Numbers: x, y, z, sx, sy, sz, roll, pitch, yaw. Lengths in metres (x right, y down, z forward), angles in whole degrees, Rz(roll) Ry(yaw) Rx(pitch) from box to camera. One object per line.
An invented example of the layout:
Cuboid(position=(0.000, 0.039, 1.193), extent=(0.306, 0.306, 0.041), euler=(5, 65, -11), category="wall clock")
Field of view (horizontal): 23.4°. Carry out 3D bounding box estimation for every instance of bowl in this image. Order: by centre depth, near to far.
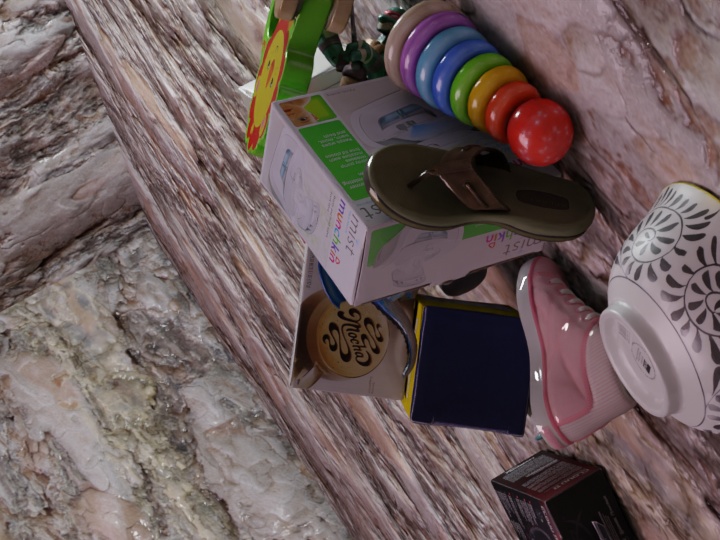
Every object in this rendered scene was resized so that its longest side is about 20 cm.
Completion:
Cuboid(position=(0.236, 0.046, 1.268), extent=(0.202, 0.094, 0.201), euler=(57, 166, 22), category="bowl")

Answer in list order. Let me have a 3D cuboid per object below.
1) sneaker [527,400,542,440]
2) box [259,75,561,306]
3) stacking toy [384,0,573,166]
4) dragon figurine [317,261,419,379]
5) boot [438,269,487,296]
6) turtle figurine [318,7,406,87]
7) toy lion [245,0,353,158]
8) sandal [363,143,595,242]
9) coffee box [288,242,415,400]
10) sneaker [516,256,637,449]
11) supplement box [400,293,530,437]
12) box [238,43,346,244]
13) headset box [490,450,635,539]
Cuboid(position=(0.184, 0.102, 1.661), extent=(0.092, 0.077, 0.200), euler=(65, 166, 11), category="sneaker")
Cuboid(position=(0.041, -0.078, 1.516), extent=(0.177, 0.198, 0.097), euler=(53, 146, 38), category="box")
Cuboid(position=(0.104, -0.149, 1.445), extent=(0.200, 0.085, 0.086), euler=(43, 158, 44), category="stacking toy")
Cuboid(position=(0.000, 0.000, 1.597), extent=(0.059, 0.098, 0.202), euler=(-21, -79, -68), category="dragon figurine")
Cuboid(position=(0.084, -0.064, 1.716), extent=(0.201, 0.073, 0.096), euler=(93, 155, -57), category="boot")
Cuboid(position=(-0.005, -0.187, 1.637), extent=(0.100, 0.202, 0.150), euler=(26, 178, -17), category="turtle figurine")
Cuboid(position=(-0.067, -0.207, 1.615), extent=(0.201, 0.068, 0.193), euler=(-97, 24, -56), category="toy lion")
Cuboid(position=(0.099, -0.074, 1.411), extent=(0.058, 0.199, 0.080), euler=(113, 159, -52), category="sandal")
Cuboid(position=(-0.003, 0.015, 1.676), extent=(0.080, 0.112, 0.202), euler=(-116, 33, -85), category="coffee box")
Cuboid(position=(0.199, 0.056, 1.526), extent=(0.075, 0.104, 0.202), euler=(41, -147, -36), category="sneaker")
Cuboid(position=(0.099, 0.088, 1.676), extent=(0.200, 0.108, 0.111), euler=(-123, 41, -86), category="supplement box")
Cuboid(position=(-0.030, -0.131, 1.905), extent=(0.202, 0.127, 0.109), euler=(68, 167, -21), category="box")
Cuboid(position=(0.229, 0.282, 1.849), extent=(0.150, 0.075, 0.200), euler=(63, 168, -6), category="headset box")
